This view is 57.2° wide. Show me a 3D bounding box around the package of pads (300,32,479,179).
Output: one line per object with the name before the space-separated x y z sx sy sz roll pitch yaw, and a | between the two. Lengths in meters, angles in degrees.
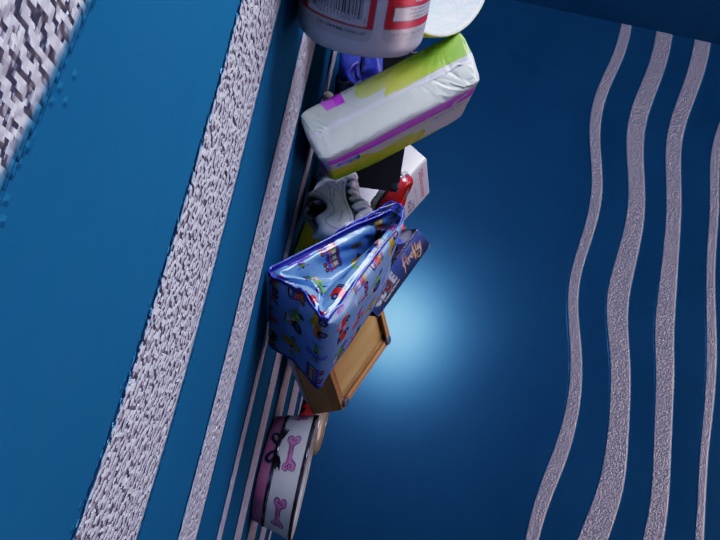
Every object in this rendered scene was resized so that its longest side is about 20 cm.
package of pads | 0.034 -0.183 0.774 0.069 0.198 0.155 64 1 1

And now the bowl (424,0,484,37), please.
bowl | 0.039 -0.343 0.692 0.107 0.198 0.203 11 -92 48

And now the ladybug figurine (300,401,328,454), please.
ladybug figurine | -0.125 0.396 1.747 0.201 0.071 0.137 -75 176 -64

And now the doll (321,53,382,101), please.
doll | -0.001 -0.237 0.875 0.135 0.048 0.203 -8 113 -45

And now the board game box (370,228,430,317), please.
board game box | 0.000 0.000 0.990 0.136 0.035 0.199 -53 -154 -20

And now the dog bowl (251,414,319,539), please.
dog bowl | -0.124 0.333 1.090 0.200 0.073 0.203 13 90 -88

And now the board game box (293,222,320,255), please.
board game box | -0.060 -0.040 0.981 0.201 0.047 0.103 -77 178 -51

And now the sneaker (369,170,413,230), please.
sneaker | 0.056 -0.071 1.087 0.077 0.085 0.202 -30 149 -43

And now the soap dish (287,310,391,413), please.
soap dish | -0.029 0.119 1.091 0.200 0.080 0.159 -50 141 -36

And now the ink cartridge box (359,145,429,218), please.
ink cartridge box | 0.031 -0.124 1.190 0.200 0.083 0.147 -48 162 -8

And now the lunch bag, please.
lunch bag | -0.011 0.016 0.787 0.200 0.094 0.151 -40 157 -31

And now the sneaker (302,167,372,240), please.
sneaker | -0.041 -0.096 0.894 0.201 0.080 0.076 -113 -151 -57

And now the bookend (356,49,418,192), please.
bookend | 0.023 -0.251 1.027 0.199 0.091 0.203 -94 -168 -68

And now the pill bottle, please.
pill bottle | 0.014 -0.281 0.509 0.113 0.111 0.202 -76 178 -51
